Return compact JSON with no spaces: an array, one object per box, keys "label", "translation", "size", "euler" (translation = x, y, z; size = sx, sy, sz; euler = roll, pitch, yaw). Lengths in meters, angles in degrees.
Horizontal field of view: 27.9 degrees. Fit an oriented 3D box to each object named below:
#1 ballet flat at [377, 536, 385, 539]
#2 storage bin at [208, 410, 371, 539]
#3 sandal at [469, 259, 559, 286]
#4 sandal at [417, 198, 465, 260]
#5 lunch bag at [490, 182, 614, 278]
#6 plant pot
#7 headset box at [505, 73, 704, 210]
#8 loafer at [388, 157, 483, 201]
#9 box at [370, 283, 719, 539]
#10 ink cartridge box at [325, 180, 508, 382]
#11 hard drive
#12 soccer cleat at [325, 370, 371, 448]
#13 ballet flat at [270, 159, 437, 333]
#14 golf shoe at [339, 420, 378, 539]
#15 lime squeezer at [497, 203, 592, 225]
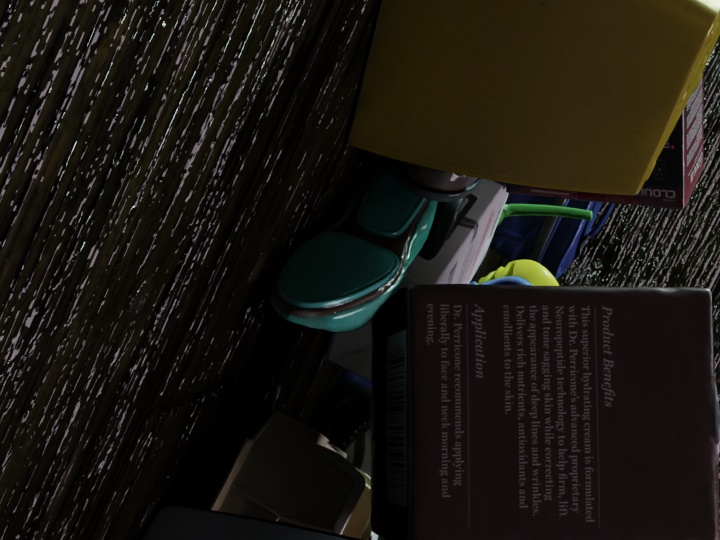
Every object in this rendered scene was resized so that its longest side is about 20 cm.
[{"label":"ballet flat","translation":[0.054,0.165,1.138],"size":[0.067,0.064,0.200],"euler":[-54,156,-69]},{"label":"storage bin","translation":[-0.063,0.220,1.087],"size":[0.199,0.094,0.200],"euler":[-62,169,-8]},{"label":"sandal","translation":[0.079,0.052,1.283],"size":[0.200,0.080,0.087],"euler":[-30,-177,39]},{"label":"sandal","translation":[0.050,-0.067,1.075],"size":[0.201,0.048,0.075],"euler":[-82,-164,-66]},{"label":"lunch bag","translation":[0.227,-0.099,1.645],"size":[0.200,0.132,0.136],"euler":[-68,169,23]},{"label":"plant pot","translation":[0.128,-0.162,0.877],"size":[0.200,0.176,0.200],"euler":[-54,166,-43]},{"label":"headset box","translation":[0.189,-0.139,1.133],"size":[0.077,0.149,0.200],"euler":[-51,141,-49]},{"label":"loafer","translation":[0.067,-0.118,0.994],"size":[0.200,0.072,0.063],"euler":[-65,171,-56]},{"label":"box","translation":[0.113,0.099,0.958],"size":[0.164,0.199,0.166],"euler":[136,-45,-80]},{"label":"ink cartridge box","translation":[0.053,-0.010,1.171],"size":[0.200,0.068,0.116],"euler":[-52,164,-48]},{"label":"hard drive","translation":[-0.029,0.184,0.906],"size":[0.135,0.199,0.042],"euler":[58,43,-78]},{"label":"soccer cleat","translation":[-0.003,0.157,1.314],"size":[0.084,0.065,0.200],"euler":[-56,167,-47]},{"label":"ballet flat","translation":[0.000,0.000,0.929],"size":[0.200,0.067,0.071],"euler":[-53,158,-52]},{"label":"golf shoe","translation":[0.005,0.205,1.227],"size":[0.078,0.095,0.200],"euler":[23,113,-39]},{"label":"lime squeezer","translation":[0.102,-0.036,1.288],"size":[0.200,0.071,0.038],"euler":[-24,136,1]}]
